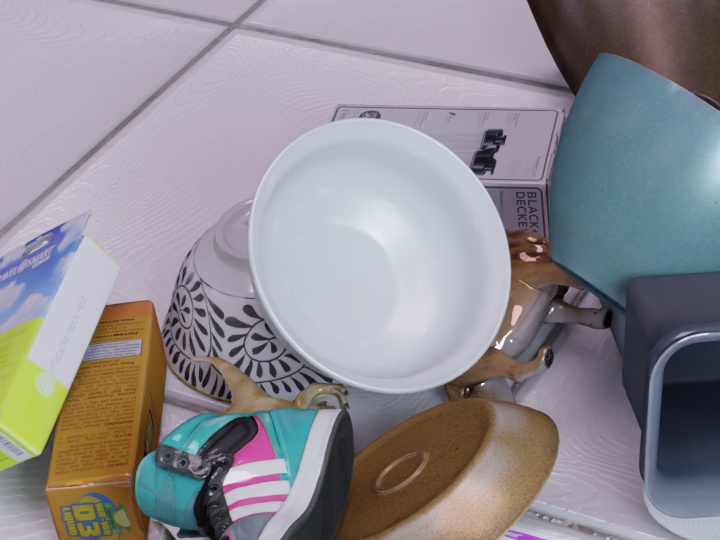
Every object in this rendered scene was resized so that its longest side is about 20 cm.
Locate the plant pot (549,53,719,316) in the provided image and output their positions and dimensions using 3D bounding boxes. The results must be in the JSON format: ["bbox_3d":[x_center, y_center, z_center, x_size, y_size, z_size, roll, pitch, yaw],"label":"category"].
[{"bbox_3d":[0.206,-0.036,1.301,0.135,0.200,0.200,-54,47,0],"label":"plant pot"}]

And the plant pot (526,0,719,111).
[{"bbox_3d":[0.245,-0.189,1.608,0.186,0.187,0.201,-8,51,0],"label":"plant pot"}]

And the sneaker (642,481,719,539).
[{"bbox_3d":[0.284,0.124,1.254,0.199,0.074,0.116,3,33,3],"label":"sneaker"}]

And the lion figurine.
[{"bbox_3d":[0.107,0.044,1.390,0.122,0.073,0.200,10,44,35],"label":"lion figurine"}]

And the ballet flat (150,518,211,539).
[{"bbox_3d":[-0.093,0.207,1.223,0.069,0.070,0.200,-16,33,-10],"label":"ballet flat"}]

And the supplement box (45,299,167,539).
[{"bbox_3d":[-0.179,0.108,1.360,0.068,0.067,0.200,-7,36,2],"label":"supplement box"}]

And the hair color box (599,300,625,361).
[{"bbox_3d":[0.237,0.038,1.379,0.098,0.061,0.200,-10,37,-2],"label":"hair color box"}]

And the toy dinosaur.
[{"bbox_3d":[-0.061,0.105,1.335,0.100,0.058,0.200,-8,43,-14],"label":"toy dinosaur"}]

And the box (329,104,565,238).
[{"bbox_3d":[0.067,-0.082,1.573,0.199,0.060,0.117,1,37,13],"label":"box"}]

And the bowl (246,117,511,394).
[{"bbox_3d":[0.000,0.000,1.361,0.200,0.090,0.202,7,71,-21],"label":"bowl"}]

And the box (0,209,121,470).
[{"bbox_3d":[-0.250,0.058,1.384,0.122,0.048,0.201,-23,35,39],"label":"box"}]

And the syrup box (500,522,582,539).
[{"bbox_3d":[0.070,0.244,1.118,0.081,0.079,0.200,12,40,26],"label":"syrup box"}]

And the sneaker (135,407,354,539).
[{"bbox_3d":[-0.084,0.152,1.157,0.120,0.084,0.200,2,33,16],"label":"sneaker"}]

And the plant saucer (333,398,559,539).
[{"bbox_3d":[0.034,0.142,1.218,0.200,0.036,0.200,-32,18,11],"label":"plant saucer"}]

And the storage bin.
[{"bbox_3d":[0.255,0.053,1.185,0.199,0.146,0.134,-5,25,-8],"label":"storage bin"}]

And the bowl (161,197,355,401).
[{"bbox_3d":[-0.061,0.003,1.456,0.199,0.095,0.201,-4,36,3],"label":"bowl"}]
